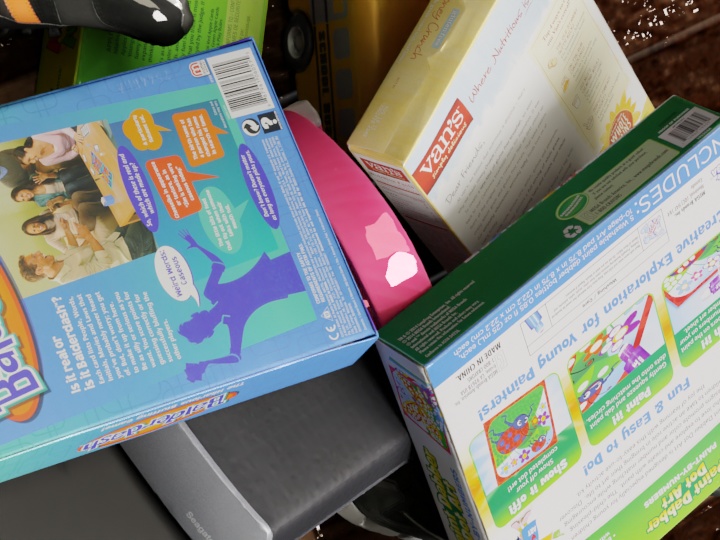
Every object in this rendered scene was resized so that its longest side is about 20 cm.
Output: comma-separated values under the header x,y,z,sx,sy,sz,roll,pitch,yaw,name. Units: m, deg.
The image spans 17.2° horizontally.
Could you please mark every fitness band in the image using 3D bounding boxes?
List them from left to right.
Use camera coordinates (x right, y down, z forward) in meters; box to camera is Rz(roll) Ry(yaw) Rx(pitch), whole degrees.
x,y,z,sx,sy,sz,roll,pitch,yaw,name
0.000,0.000,1.158,0.037,0.200,0.144,-30,60,-8,fitness band

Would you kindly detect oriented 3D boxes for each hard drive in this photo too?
x,y,z,sx,sy,sz,roll,pitch,yaw,name
-0.066,0.028,1.096,0.135,0.042,0.201,-31,85,-35,hard drive

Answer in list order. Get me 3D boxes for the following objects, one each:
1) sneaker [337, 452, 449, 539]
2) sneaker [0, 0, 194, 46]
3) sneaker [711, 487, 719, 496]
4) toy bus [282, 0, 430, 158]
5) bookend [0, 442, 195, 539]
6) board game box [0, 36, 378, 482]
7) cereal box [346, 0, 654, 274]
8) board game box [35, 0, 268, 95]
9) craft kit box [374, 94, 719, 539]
x,y,z,sx,sy,sz,roll,pitch,yaw,name
0.081,0.124,1.245,0.199,0.090,0.067,18,78,-30,sneaker
-0.179,-0.126,1.096,0.199,0.070,0.090,21,89,-2,sneaker
0.185,0.037,1.304,0.080,0.115,0.201,-2,87,-33,sneaker
0.003,-0.159,1.225,0.065,0.078,0.201,-5,91,-32,toy bus
-0.154,0.098,1.100,0.199,0.092,0.199,31,59,-15,bookend
-0.112,-0.004,1.032,0.199,0.045,0.153,-17,76,-24,board game box
0.077,-0.067,1.178,0.144,0.039,0.200,-60,145,-15,cereal box
-0.100,-0.127,1.178,0.101,0.048,0.201,12,79,-30,board game box
0.115,0.051,1.140,0.200,0.048,0.198,-37,128,-21,craft kit box
